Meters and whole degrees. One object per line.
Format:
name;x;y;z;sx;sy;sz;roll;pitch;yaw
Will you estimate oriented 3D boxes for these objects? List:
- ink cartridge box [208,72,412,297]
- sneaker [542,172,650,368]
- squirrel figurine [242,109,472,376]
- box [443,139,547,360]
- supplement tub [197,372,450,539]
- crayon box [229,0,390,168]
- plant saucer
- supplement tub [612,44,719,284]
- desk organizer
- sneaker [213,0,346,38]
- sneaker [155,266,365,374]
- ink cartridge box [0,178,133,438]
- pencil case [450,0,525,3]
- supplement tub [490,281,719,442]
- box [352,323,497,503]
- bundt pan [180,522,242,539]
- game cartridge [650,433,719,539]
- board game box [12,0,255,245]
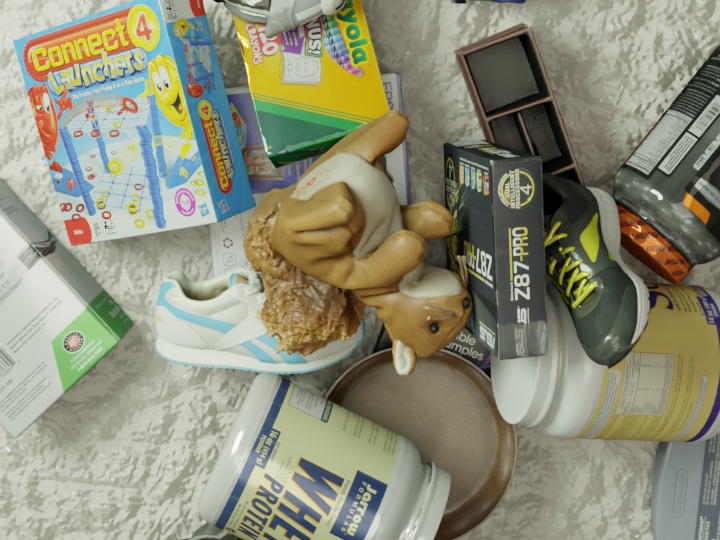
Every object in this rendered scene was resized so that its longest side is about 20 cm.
ink cartridge box;-0.051;-0.080;1.186;0.196;0.047;0.201;-5;99;1
sneaker;0.179;-0.003;1.043;0.084;0.202;0.075;23;126;-24
squirrel figurine;0.000;0.000;1.085;0.198;0.142;0.187;-24;116;34
box;0.114;-0.025;1.081;0.048;0.200;0.164;-6;101;-7
supplement tub;-0.032;0.195;1.120;0.198;0.145;0.147;25;100;-3
crayon box;-0.049;-0.207;1.125;0.117;0.058;0.203;-15;82;2
plant saucer;0.052;0.168;1.201;0.196;0.032;0.204;0;101;1
supplement tub;0.314;-0.094;1.128;0.122;0.123;0.201;38;93;-6
desk organizer;0.156;-0.121;1.157;0.071;0.077;0.203;-21;100;5
sneaker;-0.102;-0.293;1.075;0.114;0.075;0.202;-28;82;3
sneaker;-0.092;0.044;1.158;0.196;0.077;0.082;2;113;-6
ink cartridge box;-0.339;0.032;1.190;0.146;0.084;0.200;-40;98;8
pencil case;0.133;-0.336;1.117;0.077;0.087;0.203;16;100;22
supplement tub;0.232;0.082;1.142;0.196;0.145;0.148;4;101;-14
box;0.074;0.112;1.224;0.141;0.036;0.203;20;99;-3
bundt pan;-0.115;0.334;1.242;0.198;0.076;0.206;1;105;3
game cartridge;0.358;0.219;1.240;0.131;0.042;0.204;5;101;4
board game box;-0.206;-0.134;1.121;0.198;0.056;0.199;-7;102;37
